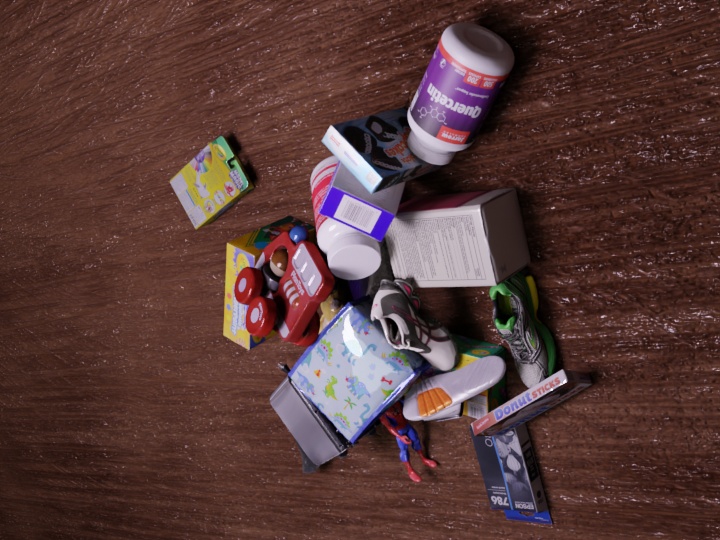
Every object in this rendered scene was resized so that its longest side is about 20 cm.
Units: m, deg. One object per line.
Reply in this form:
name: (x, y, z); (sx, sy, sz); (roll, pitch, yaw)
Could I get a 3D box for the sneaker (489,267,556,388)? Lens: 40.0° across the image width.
sneaker: (0.247, 0.099, 1.565); (0.078, 0.085, 0.201); (-11, 102, 43)

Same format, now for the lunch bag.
lunch bag: (-0.006, 0.170, 1.679); (0.170, 0.127, 0.200); (45, 108, 11)

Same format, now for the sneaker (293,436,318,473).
sneaker: (-0.102, 0.312, 1.988); (0.104, 0.060, 0.201); (-11, 105, 39)

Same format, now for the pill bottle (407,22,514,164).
pill bottle: (0.141, -0.258, 1.472); (0.112, 0.112, 0.200); (41, 131, 19)

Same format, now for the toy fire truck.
toy fire truck: (-0.116, 0.019, 1.642); (0.168, 0.112, 0.200); (-57, 38, 24)

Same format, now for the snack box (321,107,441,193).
snack box: (0.043, -0.189, 1.529); (0.116, 0.200, 0.037); (47, 127, 14)

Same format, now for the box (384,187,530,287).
box: (0.149, -0.050, 1.564); (0.199, 0.109, 0.128); (-2, 108, 41)

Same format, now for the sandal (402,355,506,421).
sandal: (0.160, 0.206, 1.618); (0.206, 0.079, 0.059); (-26, 126, 31)

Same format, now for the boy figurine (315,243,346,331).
boy figurine: (-0.062, 0.045, 1.811); (0.124, 0.064, 0.201); (-124, 19, -48)

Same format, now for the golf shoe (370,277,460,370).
golf shoe: (0.083, 0.104, 1.602); (0.077, 0.088, 0.200); (-13, 125, 47)

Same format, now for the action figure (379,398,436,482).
action figure: (0.093, 0.294, 1.763); (0.099, 0.065, 0.200); (12, 136, 53)

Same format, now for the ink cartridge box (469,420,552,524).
ink cartridge box: (0.259, 0.353, 1.706); (0.099, 0.039, 0.201); (-8, 105, 42)

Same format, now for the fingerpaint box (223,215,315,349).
fingerpaint box: (-0.171, 0.020, 1.839); (0.073, 0.167, 0.201); (26, 125, 30)

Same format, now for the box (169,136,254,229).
box: (-0.286, -0.175, 1.935); (0.200, 0.048, 0.118); (-31, 88, 47)

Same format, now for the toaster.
toaster: (-0.050, 0.234, 1.818); (0.200, 0.181, 0.119); (52, 139, 8)

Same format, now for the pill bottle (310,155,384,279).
pill bottle: (-0.020, -0.087, 1.628); (0.112, 0.112, 0.201); (124, 149, -41)

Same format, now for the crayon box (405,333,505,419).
crayon box: (0.151, 0.173, 1.702); (0.199, 0.058, 0.119); (13, 117, 37)

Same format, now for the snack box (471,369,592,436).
snack box: (0.271, 0.214, 1.583); (0.200, 0.072, 0.024); (-38, 58, 35)

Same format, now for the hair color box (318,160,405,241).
hair color box: (0.013, -0.144, 1.559); (0.109, 0.200, 0.065); (25, 131, -5)

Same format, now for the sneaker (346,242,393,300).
sneaker: (0.000, 0.000, 1.753); (0.099, 0.069, 0.201); (12, 111, 42)
